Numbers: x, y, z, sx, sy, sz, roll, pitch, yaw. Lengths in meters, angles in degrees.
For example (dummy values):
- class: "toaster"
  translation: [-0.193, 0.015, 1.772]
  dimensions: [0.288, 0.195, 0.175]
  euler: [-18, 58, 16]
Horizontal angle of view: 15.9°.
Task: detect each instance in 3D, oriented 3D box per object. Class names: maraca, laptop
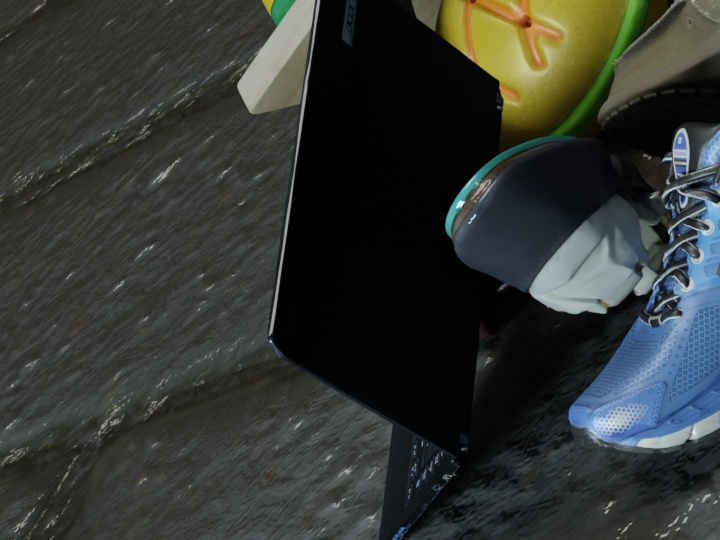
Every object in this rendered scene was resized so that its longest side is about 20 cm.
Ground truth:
- class: "maraca"
  translation: [0.085, -0.111, 1.323]
  dimensions: [0.200, 0.106, 0.138]
  euler: [-49, 37, 36]
- class: "laptop"
  translation: [0.000, 0.000, 1.094]
  dimensions: [0.200, 0.102, 0.178]
  euler: [121, 159, -63]

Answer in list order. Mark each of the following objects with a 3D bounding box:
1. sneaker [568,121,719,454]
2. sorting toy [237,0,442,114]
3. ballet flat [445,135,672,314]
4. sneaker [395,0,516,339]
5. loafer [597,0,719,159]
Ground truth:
- class: "sneaker"
  translation: [0.142, -0.012, 1.028]
  dimensions: [0.200, 0.089, 0.078]
  euler: [-51, 19, -16]
- class: "sorting toy"
  translation: [0.041, -0.184, 1.387]
  dimensions: [0.198, 0.070, 0.200]
  euler: [-17, -20, -37]
- class: "ballet flat"
  translation: [0.095, -0.017, 1.078]
  dimensions: [0.073, 0.073, 0.200]
  euler: [-40, -10, 15]
- class: "sneaker"
  translation: [0.044, -0.055, 1.263]
  dimensions: [0.115, 0.075, 0.202]
  euler: [-10, 80, 41]
- class: "loafer"
  translation: [0.170, -0.101, 1.122]
  dimensions: [0.200, 0.075, 0.069]
  euler: [-33, 37, 61]
